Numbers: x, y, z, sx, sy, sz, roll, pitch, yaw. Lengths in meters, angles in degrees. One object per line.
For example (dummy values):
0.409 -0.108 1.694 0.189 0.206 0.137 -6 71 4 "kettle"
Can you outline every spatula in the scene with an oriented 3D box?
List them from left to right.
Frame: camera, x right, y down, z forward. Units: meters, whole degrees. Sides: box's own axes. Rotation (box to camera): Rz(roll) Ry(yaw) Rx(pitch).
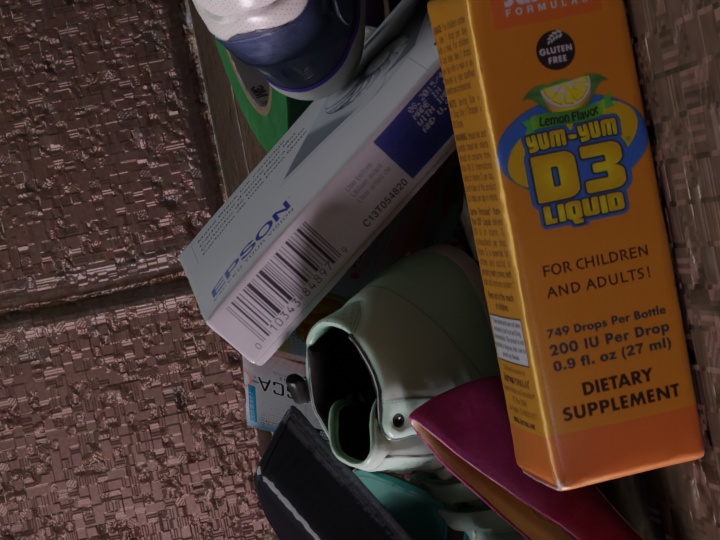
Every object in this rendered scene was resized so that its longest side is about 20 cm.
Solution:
0.008 -0.139 1.150 0.200 0.020 0.057 -94 1 -76 "spatula"

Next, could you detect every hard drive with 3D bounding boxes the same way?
0.004 0.152 0.957 0.135 0.042 0.200 47 169 21 "hard drive"

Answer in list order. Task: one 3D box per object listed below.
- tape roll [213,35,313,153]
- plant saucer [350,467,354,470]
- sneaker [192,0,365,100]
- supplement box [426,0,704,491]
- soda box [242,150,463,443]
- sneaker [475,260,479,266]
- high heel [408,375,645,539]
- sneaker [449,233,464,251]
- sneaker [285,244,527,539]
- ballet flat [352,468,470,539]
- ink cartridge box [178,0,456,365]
-0.055 -0.170 1.128 0.200 0.048 0.202 164 90 -78 "tape roll"
-0.001 0.066 1.246 0.200 0.034 0.202 39 -135 -56 "plant saucer"
-0.047 -0.196 0.936 0.146 0.080 0.201 47 -142 -61 "sneaker"
0.081 -0.020 0.759 0.069 0.066 0.202 -178 76 -82 "supplement box"
0.000 0.000 1.037 0.069 0.063 0.201 89 -160 -44 "soda box"
0.058 0.049 1.049 0.200 0.070 0.078 132 128 -72 "sneaker"
0.088 0.132 0.812 0.067 0.095 0.201 100 157 -63 "high heel"
0.019 -0.019 1.204 0.109 0.070 0.201 92 161 -55 "sneaker"
0.037 0.098 0.902 0.074 0.118 0.202 -23 92 43 "sneaker"
0.071 0.147 1.040 0.200 0.064 0.076 30 115 45 "ballet flat"
-0.013 -0.059 0.976 0.041 0.200 0.200 41 -178 -16 "ink cartridge box"
